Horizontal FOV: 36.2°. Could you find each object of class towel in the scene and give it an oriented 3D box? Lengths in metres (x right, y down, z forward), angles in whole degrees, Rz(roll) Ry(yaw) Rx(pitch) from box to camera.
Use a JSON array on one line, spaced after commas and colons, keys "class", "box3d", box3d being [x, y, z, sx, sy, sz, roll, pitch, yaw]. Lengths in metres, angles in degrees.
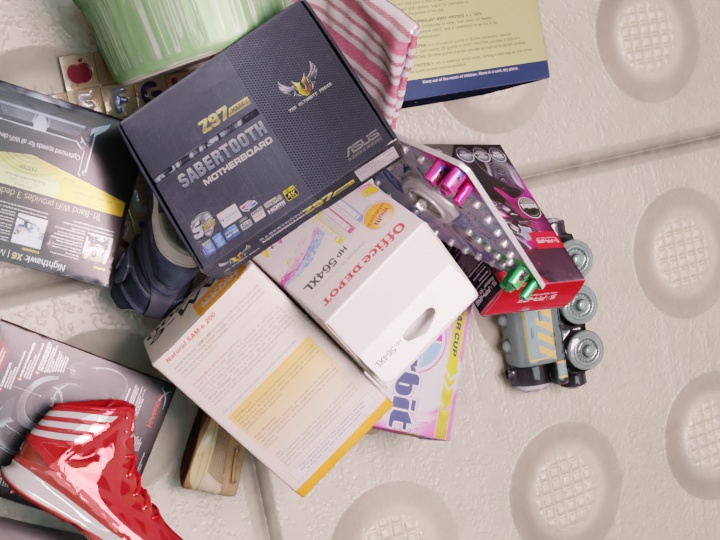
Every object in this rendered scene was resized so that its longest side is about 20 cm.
[{"class": "towel", "box3d": [-0.019, -0.200, 1.065, 0.146, 0.200, 0.030, 39, 56, 17]}]

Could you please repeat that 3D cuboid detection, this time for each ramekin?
[{"class": "ramekin", "box3d": [-0.157, -0.242, 1.017, 0.200, 0.200, 0.098, -24, 103, -24]}]

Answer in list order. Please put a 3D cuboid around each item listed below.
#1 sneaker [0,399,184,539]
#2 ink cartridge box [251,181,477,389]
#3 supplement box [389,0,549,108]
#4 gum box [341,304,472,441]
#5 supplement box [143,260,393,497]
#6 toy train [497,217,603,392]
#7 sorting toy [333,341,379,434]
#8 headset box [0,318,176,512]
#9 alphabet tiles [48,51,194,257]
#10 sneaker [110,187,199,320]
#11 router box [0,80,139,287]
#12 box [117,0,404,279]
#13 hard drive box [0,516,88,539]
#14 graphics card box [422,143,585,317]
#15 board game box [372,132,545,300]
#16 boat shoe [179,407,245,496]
[{"class": "sneaker", "box3d": [-0.204, 0.187, 0.981, 0.200, 0.078, 0.116, 37, 77, -24]}, {"class": "ink cartridge box", "box3d": [0.000, 0.000, 1.027, 0.129, 0.200, 0.125, -46, 136, -5]}, {"class": "supplement box", "box3d": [0.068, -0.279, 1.163, 0.199, 0.134, 0.201, -13, 96, -26]}, {"class": "gum box", "box3d": [0.046, 0.069, 1.156, 0.113, 0.066, 0.201, 15, 79, -25]}, {"class": "supplement box", "box3d": [-0.085, 0.095, 1.022, 0.126, 0.074, 0.200, -45, 112, -3]}, {"class": "toy train", "box3d": [0.208, 0.043, 1.269, 0.114, 0.085, 0.201, -10, 97, -14]}, {"class": "sorting toy", "box3d": [-0.023, 0.056, 1.174, 0.185, 0.036, 0.201, 24, 80, -24]}, {"class": "headset box", "box3d": [-0.294, 0.138, 1.019, 0.200, 0.077, 0.149, 24, 80, -23]}, {"class": "alphabet tiles", "box3d": [-0.227, -0.119, 1.089, 0.166, 0.006, 0.201, -15, 97, -25]}, {"class": "sneaker", "box3d": [-0.189, -0.046, 1.067, 0.077, 0.146, 0.203, 15, 45, -19]}, {"class": "router box", "box3d": [-0.312, -0.085, 1.017, 0.199, 0.052, 0.158, 17, 85, -23]}, {"class": "box", "box3d": [-0.086, -0.112, 0.945, 0.200, 0.051, 0.158, -32, 74, 4]}, {"class": "hard drive box", "box3d": [-0.300, 0.269, 0.949, 0.155, 0.200, 0.077, 19, 82, -24]}, {"class": "graphics card box", "box3d": [0.140, -0.048, 1.178, 0.125, 0.051, 0.200, -4, 54, -36]}, {"class": "board game box", "box3d": [0.061, -0.063, 1.036, 0.026, 0.200, 0.200, -51, 137, -10]}, {"class": "boat shoe", "box3d": [-0.121, 0.127, 1.095, 0.064, 0.071, 0.201, 17, 100, -14]}]
